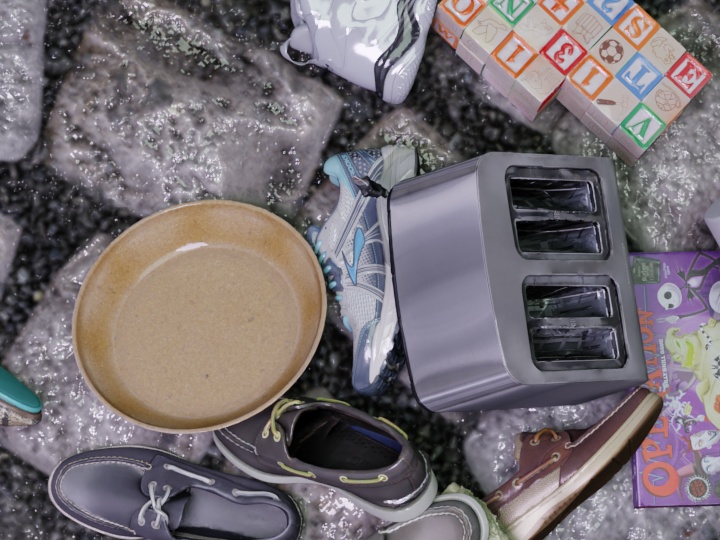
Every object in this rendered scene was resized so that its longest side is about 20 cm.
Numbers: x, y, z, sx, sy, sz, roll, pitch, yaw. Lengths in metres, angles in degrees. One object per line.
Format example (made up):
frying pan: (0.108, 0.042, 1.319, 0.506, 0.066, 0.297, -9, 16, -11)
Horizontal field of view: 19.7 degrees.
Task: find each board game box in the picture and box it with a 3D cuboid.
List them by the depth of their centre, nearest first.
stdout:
board game box: (0.269, 0.085, 1.635, 0.119, 0.032, 0.202, -2, 80, 0)

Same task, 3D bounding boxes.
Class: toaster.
toaster: (0.113, 0.008, 1.552, 0.199, 0.118, 0.183, 1, 76, -39)

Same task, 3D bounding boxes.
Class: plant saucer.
plant saucer: (-0.120, 0.040, 1.583, 0.198, 0.036, 0.202, -5, 60, 8)

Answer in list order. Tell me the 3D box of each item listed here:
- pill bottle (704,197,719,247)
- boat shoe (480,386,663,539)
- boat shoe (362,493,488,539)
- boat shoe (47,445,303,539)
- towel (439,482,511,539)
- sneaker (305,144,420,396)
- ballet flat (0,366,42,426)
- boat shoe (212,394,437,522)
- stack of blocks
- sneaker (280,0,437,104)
pill bottle: (0.354, 0.018, 1.587, 0.113, 0.114, 0.201, -35, 98, -9)
boat shoe: (0.144, 0.151, 1.589, 0.200, 0.072, 0.072, -44, 73, 5)
boat shoe: (0.008, 0.235, 1.528, 0.201, 0.060, 0.072, -37, 76, 19)
boat shoe: (-0.140, 0.173, 1.570, 0.198, 0.063, 0.073, 12, 79, -2)
towel: (0.088, 0.274, 1.551, 0.148, 0.036, 0.200, -43, 77, 20)
sneaker: (0.000, 0.000, 1.616, 0.085, 0.078, 0.202, 3, 72, 8)
ballet flat: (-0.331, 0.069, 1.581, 0.200, 0.068, 0.075, 42, 101, 9)
boat shoe: (-0.034, 0.124, 1.543, 0.200, 0.061, 0.072, 16, 58, 32)
stack of blocks: (0.168, -0.176, 1.657, 0.200, 0.059, 0.115, 43, 80, 4)
sneaker: (0.008, -0.241, 1.648, 0.114, 0.075, 0.202, 15, 82, -4)
